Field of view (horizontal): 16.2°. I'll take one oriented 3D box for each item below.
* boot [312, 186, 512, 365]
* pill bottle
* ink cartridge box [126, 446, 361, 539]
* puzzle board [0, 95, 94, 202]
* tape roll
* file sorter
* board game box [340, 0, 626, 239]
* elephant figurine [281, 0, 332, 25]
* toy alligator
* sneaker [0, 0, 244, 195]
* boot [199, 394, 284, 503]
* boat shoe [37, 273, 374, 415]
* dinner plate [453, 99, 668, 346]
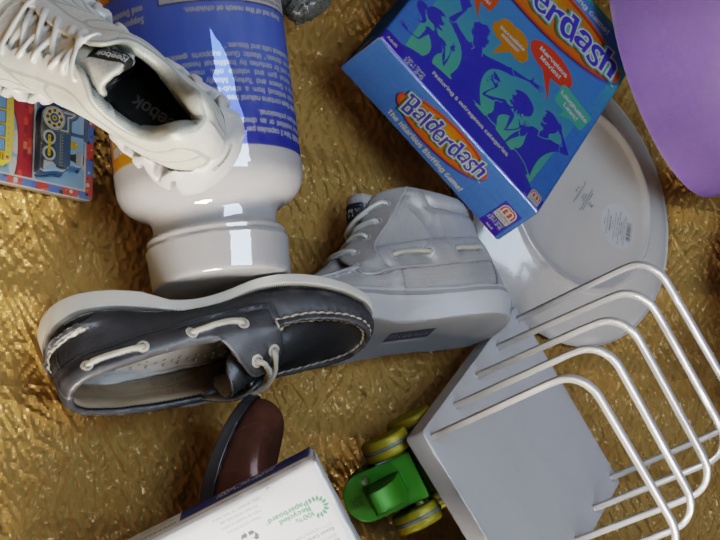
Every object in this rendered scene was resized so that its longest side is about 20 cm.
[{"bbox_3d":[0.000,0.000,1.568,0.199,0.074,0.096,-1,62,-40],"label":"boot"},{"bbox_3d":[-0.093,-0.090,1.478,0.111,0.112,0.202,3,75,-39],"label":"pill bottle"},{"bbox_3d":[-0.067,0.228,1.375,0.195,0.043,0.201,-26,98,2],"label":"ink cartridge box"},{"bbox_3d":[-0.215,-0.149,1.458,0.150,0.017,0.202,12,69,-37],"label":"puzzle board"},{"bbox_3d":[0.252,-0.158,1.760,0.200,0.084,0.201,42,40,-47],"label":"tape roll"},{"bbox_3d":[0.142,0.099,1.567,0.139,0.124,0.200,59,28,-9],"label":"file sorter"},{"bbox_3d":[0.089,-0.138,1.659,0.152,0.045,0.200,46,43,-11],"label":"board game box"},{"bbox_3d":[0.047,-0.250,1.567,0.199,0.141,0.156,-18,99,-43],"label":"elephant figurine"},{"bbox_3d":[0.035,0.117,1.562,0.060,0.054,0.200,65,28,-4],"label":"toy alligator"},{"bbox_3d":[-0.155,-0.117,1.390,0.199,0.081,0.076,28,85,9],"label":"sneaker"},{"bbox_3d":[0.006,0.170,1.431,0.069,0.198,0.190,72,25,-66],"label":"boot"},{"bbox_3d":[-0.082,0.046,1.438,0.198,0.074,0.061,-1,44,-22],"label":"boat shoe"},{"bbox_3d":[0.144,-0.048,1.722,0.199,0.024,0.202,13,70,-37],"label":"dinner plate"}]
